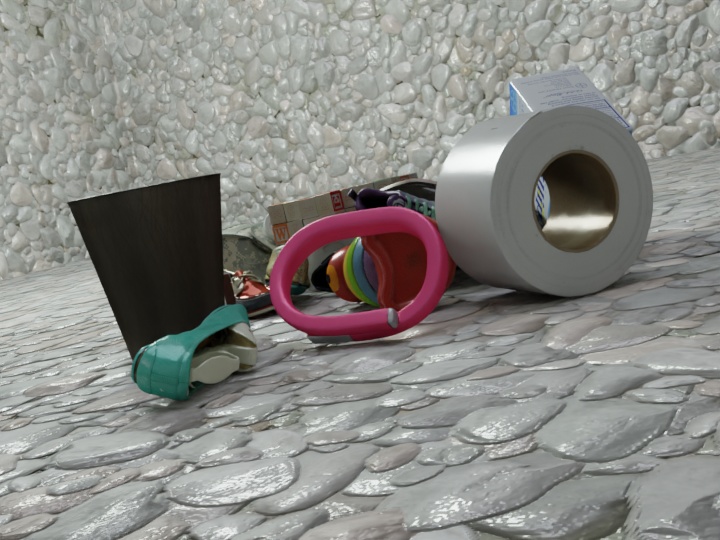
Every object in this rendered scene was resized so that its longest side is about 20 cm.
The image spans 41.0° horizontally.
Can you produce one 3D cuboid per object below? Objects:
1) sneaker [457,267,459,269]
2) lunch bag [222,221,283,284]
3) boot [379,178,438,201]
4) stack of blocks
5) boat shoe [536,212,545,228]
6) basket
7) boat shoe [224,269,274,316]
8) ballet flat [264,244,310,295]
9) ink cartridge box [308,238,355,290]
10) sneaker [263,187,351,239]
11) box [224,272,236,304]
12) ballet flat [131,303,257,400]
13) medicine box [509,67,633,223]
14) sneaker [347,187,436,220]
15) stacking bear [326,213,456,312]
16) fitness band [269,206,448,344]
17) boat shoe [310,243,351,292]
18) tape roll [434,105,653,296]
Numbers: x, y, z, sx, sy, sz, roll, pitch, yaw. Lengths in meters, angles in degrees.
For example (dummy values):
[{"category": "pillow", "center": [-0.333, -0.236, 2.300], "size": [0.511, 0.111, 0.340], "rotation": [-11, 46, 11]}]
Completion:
[{"category": "sneaker", "center": [0.116, -0.030, 1.369], "size": [0.082, 0.074, 0.200], "rotation": [-4, 11, 17]}, {"category": "lunch bag", "center": [-0.161, -0.025, 1.597], "size": [0.199, 0.118, 0.164], "rotation": [-1, 10, 25]}, {"category": "boot", "center": [0.091, -0.065, 1.267], "size": [0.199, 0.097, 0.075], "rotation": [-7, -36, 22]}, {"category": "stack of blocks", "center": [-0.021, -0.091, 1.415], "size": [0.199, 0.059, 0.115], "rotation": [-10, 6, 31]}, {"category": "boat shoe", "center": [0.217, -0.047, 1.245], "size": [0.056, 0.069, 0.200], "rotation": [10, 25, -14]}, {"category": "basket", "center": [-0.234, 0.000, 1.133], "size": [0.179, 0.201, 0.136], "rotation": [-11, 6, -11]}, {"category": "boat shoe", "center": [-0.172, 0.030, 1.378], "size": [0.071, 0.063, 0.200], "rotation": [-13, 8, -30]}, {"category": "ballet flat", "center": [-0.101, -0.003, 1.379], "size": [0.070, 0.071, 0.200], "rotation": [-11, -4, -5]}, {"category": "ink cartridge box", "center": [0.023, -0.035, 1.496], "size": [0.146, 0.086, 0.200], "rotation": [-7, 9, 39]}, {"category": "sneaker", "center": [-0.072, -0.077, 1.572], "size": [0.199, 0.074, 0.082], "rotation": [-13, -18, -28]}, {"category": "box", "center": [-0.255, 0.044, 1.353], "size": [0.100, 0.075, 0.200], "rotation": [-15, 6, -29]}, {"category": "ballet flat", "center": [-0.142, 0.084, 0.945], "size": [0.070, 0.068, 0.200], "rotation": [17, 17, 18]}, {"category": "medicine box", "center": [0.276, -0.143, 1.287], "size": [0.102, 0.183, 0.200], "rotation": [-10, 35, -4]}, {"category": "sneaker", "center": [0.078, -0.058, 1.195], "size": [0.199, 0.075, 0.087], "rotation": [13, -7, 30]}, {"category": "stacking bear", "center": [0.023, -0.003, 1.179], "size": [0.113, 0.122, 0.200], "rotation": [-16, 1, -25]}, {"category": "fitness band", "center": [-0.004, 0.003, 1.022], "size": [0.199, 0.144, 0.037], "rotation": [-7, -28, 23]}, {"category": "boat shoe", "center": [-0.001, -0.002, 1.323], "size": [0.066, 0.075, 0.199], "rotation": [-19, 10, -37]}, {"category": "tape roll", "center": [0.200, -0.075, 1.065], "size": [0.202, 0.204, 0.139], "rotation": [-13, 8, -20]}]
